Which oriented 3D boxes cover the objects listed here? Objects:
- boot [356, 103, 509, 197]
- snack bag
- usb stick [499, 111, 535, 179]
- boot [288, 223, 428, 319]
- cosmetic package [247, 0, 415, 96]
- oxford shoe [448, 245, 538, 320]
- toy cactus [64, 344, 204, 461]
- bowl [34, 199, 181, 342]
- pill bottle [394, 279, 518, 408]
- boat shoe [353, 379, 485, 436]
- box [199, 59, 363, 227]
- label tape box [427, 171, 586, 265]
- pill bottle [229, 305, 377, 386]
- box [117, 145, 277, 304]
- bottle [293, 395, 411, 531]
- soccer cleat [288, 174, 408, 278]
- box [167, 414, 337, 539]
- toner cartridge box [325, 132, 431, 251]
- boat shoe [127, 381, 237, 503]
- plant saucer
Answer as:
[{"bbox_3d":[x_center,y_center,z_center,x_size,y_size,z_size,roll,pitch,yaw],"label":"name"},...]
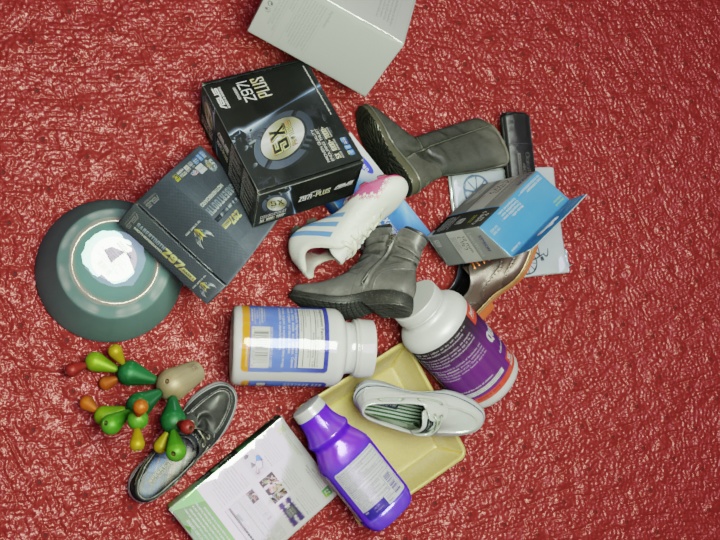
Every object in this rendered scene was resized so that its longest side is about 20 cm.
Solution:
[{"bbox_3d":[0.113,-0.209,1.365,0.200,0.073,0.182,-27,77,-25],"label":"boot"},{"bbox_3d":[0.242,-0.078,1.421,0.199,0.021,0.189,-7,87,-19],"label":"snack bag"},{"bbox_3d":[0.257,-0.158,1.406,0.055,0.033,0.201,-4,86,-26],"label":"usb stick"},{"bbox_3d":[0.000,0.000,1.272,0.199,0.070,0.132,2,65,23],"label":"boot"},{"bbox_3d":[-0.032,-0.397,1.275,0.200,0.123,0.200,26,50,-13],"label":"cosmetic package"},{"bbox_3d":[0.198,-0.003,1.333,0.072,0.071,0.200,32,98,-30],"label":"oxford shoe"},{"bbox_3d":[-0.280,0.161,1.167,0.200,0.102,0.165,32,39,25],"label":"toy cactus"},{"bbox_3d":[-0.332,-0.005,1.170,0.200,0.105,0.201,2,84,-19],"label":"bowl"},{"bbox_3d":[0.138,0.107,1.292,0.200,0.112,0.113,47,71,-26],"label":"pill bottle"},{"bbox_3d":[0.086,0.211,1.248,0.199,0.067,0.074,10,112,-10],"label":"boat shoe"},{"bbox_3d":[-0.115,-0.185,1.236,0.163,0.086,0.200,-19,67,-22],"label":"box"},{"bbox_3d":[0.211,-0.079,1.284,0.143,0.200,0.066,-42,104,-25],"label":"label tape box"},{"bbox_3d":[-0.082,0.107,1.227,0.199,0.112,0.112,2,83,-12],"label":"pill bottle"},{"bbox_3d":[-0.213,-0.067,1.188,0.158,0.051,0.200,44,33,-10],"label":"box"},{"bbox_3d":[-0.016,0.265,1.217,0.084,0.065,0.200,-41,97,-19],"label":"bottle"},{"bbox_3d":[-0.011,-0.057,1.244,0.200,0.070,0.086,-31,53,13],"label":"soccer cleat"},{"bbox_3d":[-0.149,0.323,1.231,0.200,0.036,0.145,-38,96,-20],"label":"box"},{"bbox_3d":[0.008,-0.101,1.331,0.095,0.043,0.200,-42,98,-20],"label":"toner cartridge box"},{"bbox_3d":[-0.239,0.234,1.193,0.200,0.066,0.070,-45,99,-18],"label":"boat shoe"},{"bbox_3d":[0.028,0.239,1.295,0.200,0.048,0.200,-30,94,-19],"label":"plant saucer"}]
